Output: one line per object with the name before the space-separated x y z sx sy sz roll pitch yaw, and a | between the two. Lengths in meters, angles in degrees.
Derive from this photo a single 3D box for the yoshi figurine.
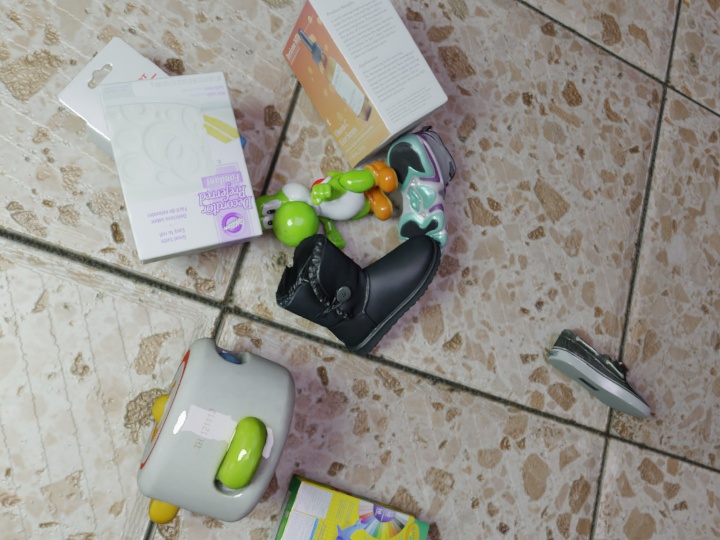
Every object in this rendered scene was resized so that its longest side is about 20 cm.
yoshi figurine | -0.043 -0.080 0.806 0.198 0.112 0.114 -15 95 -19

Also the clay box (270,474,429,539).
clay box | -0.014 0.359 0.785 0.199 0.048 0.116 25 74 -17

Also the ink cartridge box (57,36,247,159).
ink cartridge box | -0.261 -0.179 0.755 0.200 0.068 0.116 39 72 -12

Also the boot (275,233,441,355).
boot | 0.000 0.000 0.782 0.201 0.076 0.168 -51 127 -1

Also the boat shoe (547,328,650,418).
boat shoe | 0.395 0.167 0.955 0.199 0.071 0.064 36 73 -11

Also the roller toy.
roller toy | -0.171 0.179 0.680 0.139 0.200 0.183 24 40 -16

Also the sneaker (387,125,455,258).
sneaker | 0.110 -0.116 0.887 0.140 0.077 0.202 -42 130 -50

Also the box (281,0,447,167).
box | 0.000 -0.271 0.823 0.106 0.152 0.201 -34 94 -21

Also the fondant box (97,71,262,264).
fondant box | -0.210 -0.121 0.701 0.143 0.058 0.202 -14 91 -21
